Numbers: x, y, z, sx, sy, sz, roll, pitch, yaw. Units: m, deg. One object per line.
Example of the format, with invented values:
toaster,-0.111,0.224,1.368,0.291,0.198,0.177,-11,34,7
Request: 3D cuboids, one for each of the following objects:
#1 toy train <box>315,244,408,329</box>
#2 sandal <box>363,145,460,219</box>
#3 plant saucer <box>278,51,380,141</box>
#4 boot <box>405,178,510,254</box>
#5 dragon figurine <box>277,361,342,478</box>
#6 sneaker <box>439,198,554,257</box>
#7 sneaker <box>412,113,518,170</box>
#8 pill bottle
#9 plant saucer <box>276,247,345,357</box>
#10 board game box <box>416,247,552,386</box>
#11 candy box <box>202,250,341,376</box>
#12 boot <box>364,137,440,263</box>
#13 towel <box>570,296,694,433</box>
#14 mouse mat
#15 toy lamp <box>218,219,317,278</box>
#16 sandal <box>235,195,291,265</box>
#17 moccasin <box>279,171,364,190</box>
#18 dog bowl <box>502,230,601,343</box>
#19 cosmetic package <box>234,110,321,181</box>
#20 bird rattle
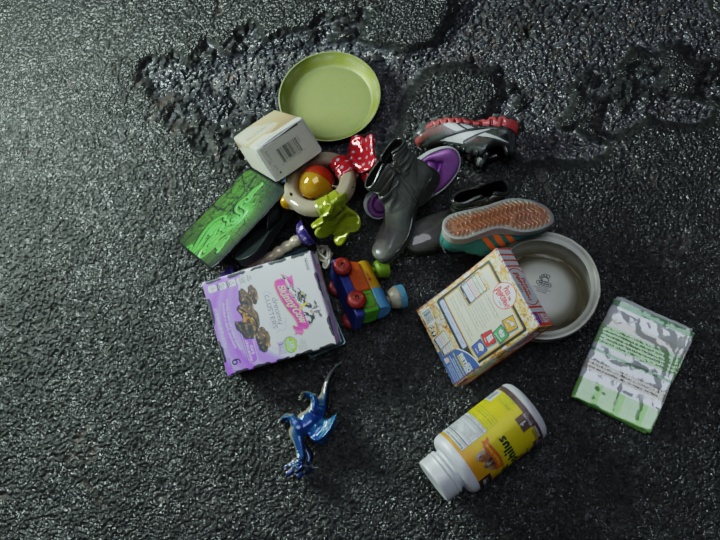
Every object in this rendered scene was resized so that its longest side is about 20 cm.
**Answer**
toy train,0.000,0.000,1.669,0.115,0.085,0.201,-14,60,-18
sandal,0.102,-0.150,1.709,0.202,0.083,0.050,-33,30,1
plant saucer,-0.059,-0.334,1.820,0.199,0.031,0.201,-2,68,4
boot,0.165,-0.103,1.651,0.199,0.131,0.068,-20,68,-4
dragon figurine,-0.071,0.257,1.578,0.099,0.059,0.200,39,77,17
sneaker,0.231,-0.070,1.608,0.199,0.080,0.072,-8,62,-8
sneaker,0.197,-0.236,1.740,0.199,0.071,0.098,-1,67,3
pill bottle,0.197,0.283,1.520,0.200,0.109,0.109,-36,71,-9
plant saucer,-0.093,0.057,1.679,0.070,0.019,0.201,-22,70,-4
board game box,0.204,0.080,1.569,0.200,0.046,0.152,-40,65,34
candy box,-0.151,0.073,1.612,0.199,0.072,0.169,-17,87,6
boot,0.046,-0.123,1.619,0.068,0.130,0.201,26,87,47
towel,0.463,0.160,1.595,0.149,0.031,0.201,25,75,16
mouse mat,-0.236,-0.099,1.705,0.200,0.008,0.161,-48,39,-9
toy lamp,-0.174,-0.016,1.678,0.200,0.058,0.058,-34,69,8
sandal,-0.173,-0.093,1.685,0.075,0.048,0.201,-15,35,33
moccasin,-0.056,-0.169,1.741,0.199,0.080,0.069,6,72,22
dog bowl,0.313,0.036,1.626,0.199,0.074,0.201,-2,68,5
cosmetic package,-0.154,-0.230,1.700,0.105,0.200,0.071,-36,112,-9
bird rattle,-0.054,-0.156,1.631,0.162,0.113,0.201,13,74,20
